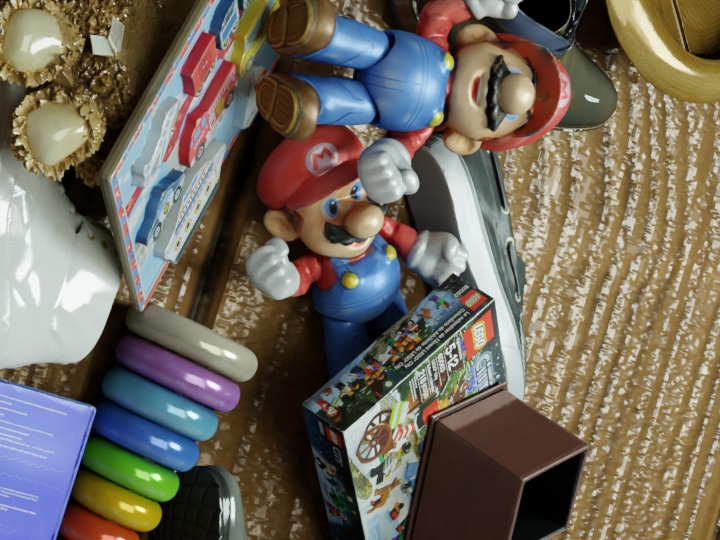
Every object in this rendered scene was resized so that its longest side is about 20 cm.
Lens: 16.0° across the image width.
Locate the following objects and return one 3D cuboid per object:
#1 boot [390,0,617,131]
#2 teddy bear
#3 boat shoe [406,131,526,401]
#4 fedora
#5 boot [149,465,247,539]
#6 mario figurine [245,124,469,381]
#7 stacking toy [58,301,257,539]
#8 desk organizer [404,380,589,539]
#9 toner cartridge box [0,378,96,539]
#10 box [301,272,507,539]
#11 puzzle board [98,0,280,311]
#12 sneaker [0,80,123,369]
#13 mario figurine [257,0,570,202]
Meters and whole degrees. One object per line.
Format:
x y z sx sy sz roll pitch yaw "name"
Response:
0.119 -0.143 1.662 0.200 0.097 0.075 26 72 -37 "boot"
-0.153 -0.117 1.451 0.145 0.067 0.200 62 30 -22 "teddy bear"
0.082 0.001 1.681 0.057 0.069 0.200 -25 109 -32 "boat shoe"
0.211 -0.212 1.733 0.201 0.082 0.201 -2 93 -35 "fedora"
-0.061 0.201 1.618 0.131 0.068 0.200 -17 115 -38 "boot"
0.000 0.000 1.592 0.123 0.106 0.200 -69 145 -51 "mario figurine"
-0.139 0.123 1.533 0.085 0.085 0.200 29 84 -36 "stacking toy"
0.078 0.181 1.637 0.072 0.077 0.200 -22 134 -42 "desk organizer"
-0.254 0.095 1.462 0.200 0.043 0.095 21 84 -37 "toner cartridge box"
0.036 0.114 1.634 0.137 0.038 0.200 -40 144 -24 "box"
-0.091 -0.092 1.490 0.151 0.017 0.200 83 30 -60 "puzzle board"
-0.192 -0.042 1.479 0.116 0.074 0.200 3 90 -53 "sneaker"
0.047 -0.113 1.525 0.200 0.106 0.123 2 135 -33 "mario figurine"
